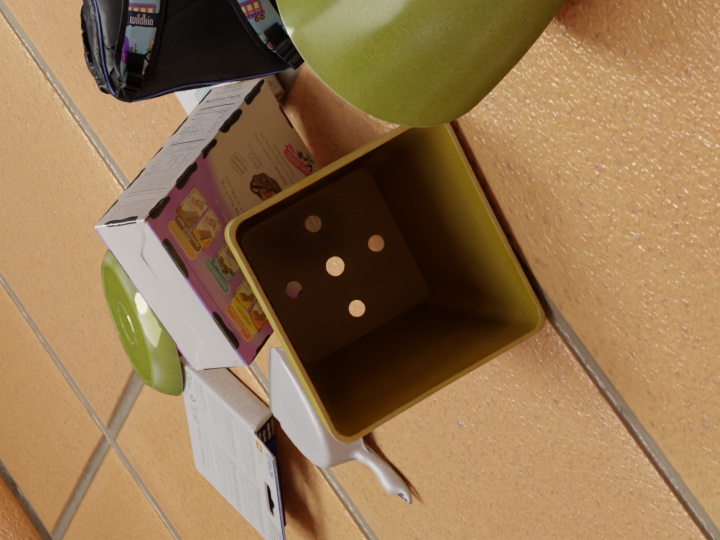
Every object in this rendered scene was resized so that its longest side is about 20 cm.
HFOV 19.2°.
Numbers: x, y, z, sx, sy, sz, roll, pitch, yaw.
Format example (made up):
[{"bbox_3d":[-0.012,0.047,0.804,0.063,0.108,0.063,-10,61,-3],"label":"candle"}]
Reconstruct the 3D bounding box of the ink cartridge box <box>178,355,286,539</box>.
[{"bbox_3d":[-0.132,0.213,2.451,0.200,0.041,0.200,42,151,37],"label":"ink cartridge box"}]

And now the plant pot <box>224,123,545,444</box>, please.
[{"bbox_3d":[0.000,0.000,1.758,0.200,0.200,0.176,63,167,-11],"label":"plant pot"}]

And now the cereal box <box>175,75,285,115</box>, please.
[{"bbox_3d":[-0.155,-0.216,1.975,0.200,0.039,0.144,57,155,4],"label":"cereal box"}]

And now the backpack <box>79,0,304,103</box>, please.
[{"bbox_3d":[-0.150,-0.252,1.758,0.135,0.182,0.200,-141,40,-73],"label":"backpack"}]

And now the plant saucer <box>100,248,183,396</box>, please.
[{"bbox_3d":[-0.261,0.058,2.488,0.200,0.031,0.200,58,160,34],"label":"plant saucer"}]

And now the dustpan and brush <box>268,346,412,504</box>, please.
[{"bbox_3d":[-0.020,0.172,2.182,0.200,0.057,0.140,54,159,28],"label":"dustpan and brush"}]

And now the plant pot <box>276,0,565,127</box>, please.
[{"bbox_3d":[0.072,-0.217,1.381,0.187,0.187,0.200,58,142,0],"label":"plant pot"}]

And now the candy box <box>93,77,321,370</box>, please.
[{"bbox_3d":[-0.115,-0.041,1.862,0.071,0.200,0.168,-6,126,42],"label":"candy box"}]
